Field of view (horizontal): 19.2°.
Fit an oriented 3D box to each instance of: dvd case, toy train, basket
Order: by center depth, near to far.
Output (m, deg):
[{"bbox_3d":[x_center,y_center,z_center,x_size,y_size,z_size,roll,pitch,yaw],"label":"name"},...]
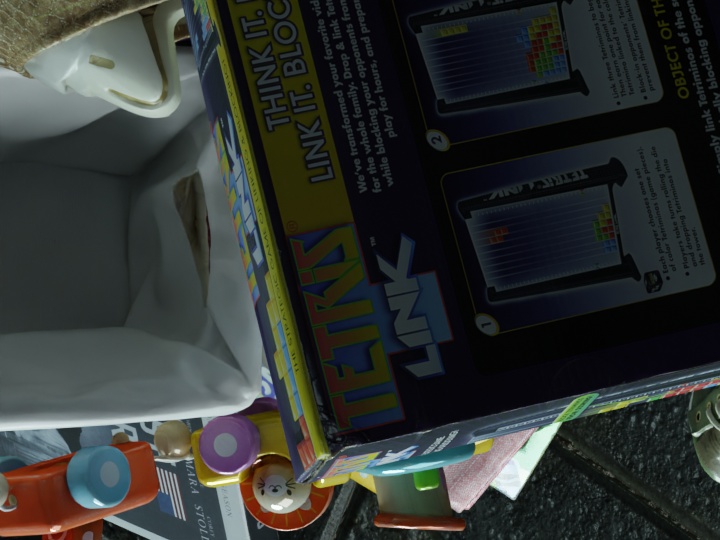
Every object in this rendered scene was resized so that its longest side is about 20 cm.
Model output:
[{"bbox_3d":[-0.040,0.080,0.778,0.199,0.056,0.150,-10,-178,38],"label":"toy train"},{"bbox_3d":[-0.148,-0.007,0.799,0.198,0.137,0.123,-2,175,-19],"label":"basket"},{"bbox_3d":[-0.127,0.051,0.976,0.199,0.151,0.025,18,-139,35],"label":"dvd case"}]

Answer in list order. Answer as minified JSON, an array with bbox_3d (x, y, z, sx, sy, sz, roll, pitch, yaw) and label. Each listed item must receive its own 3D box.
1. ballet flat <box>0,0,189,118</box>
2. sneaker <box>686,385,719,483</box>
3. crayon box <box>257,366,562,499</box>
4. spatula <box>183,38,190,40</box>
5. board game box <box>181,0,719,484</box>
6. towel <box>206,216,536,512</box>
[{"bbox_3d":[-0.054,-0.088,0.715,0.198,0.066,0.071,-15,173,8],"label":"ballet flat"},{"bbox_3d":[0.177,0.053,0.876,0.090,0.067,0.200,-54,175,1],"label":"sneaker"},{"bbox_3d":[0.008,0.045,1.088,0.052,0.199,0.126,-55,173,-48],"label":"crayon box"},{"bbox_3d":[-0.091,-0.076,0.877,0.056,0.021,0.200,-6,171,-10],"label":"spatula"},{"bbox_3d":[0.039,-0.054,0.626,0.164,0.202,0.057,-11,169,-12],"label":"board game box"},{"bbox_3d":[0.000,0.000,0.892,0.144,0.199,0.023,-53,180,38],"label":"towel"}]
